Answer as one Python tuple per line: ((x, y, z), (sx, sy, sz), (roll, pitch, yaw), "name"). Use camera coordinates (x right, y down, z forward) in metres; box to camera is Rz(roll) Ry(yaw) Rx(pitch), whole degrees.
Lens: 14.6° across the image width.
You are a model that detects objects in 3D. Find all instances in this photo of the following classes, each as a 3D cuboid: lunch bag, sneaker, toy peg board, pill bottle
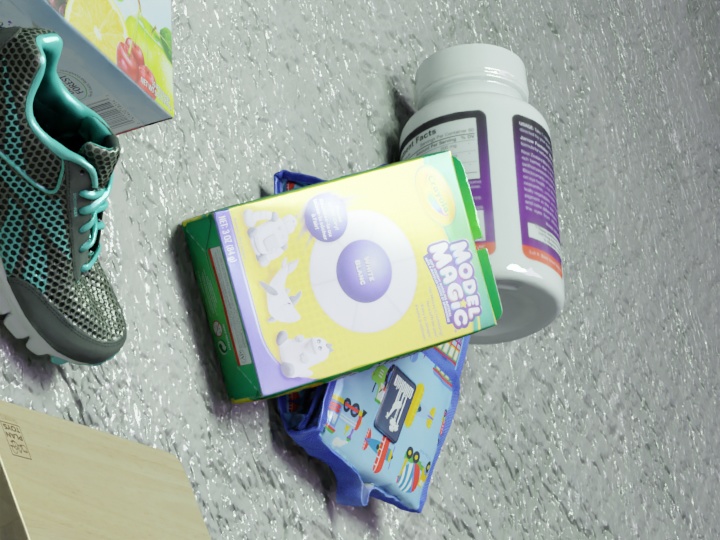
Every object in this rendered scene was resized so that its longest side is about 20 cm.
((0.002, 0.054, 1.802), (0.151, 0.094, 0.200), (41, 52, -55), "lunch bag")
((-0.157, -0.038, 1.430), (0.200, 0.091, 0.078), (64, 25, -27), "sneaker")
((-0.139, 0.183, 1.360), (0.200, 0.098, 0.199), (27, 35, -62), "toy peg board")
((0.085, -0.058, 2.020), (0.111, 0.111, 0.200), (44, 37, -53), "pill bottle")

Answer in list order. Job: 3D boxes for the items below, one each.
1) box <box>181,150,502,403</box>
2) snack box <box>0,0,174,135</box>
((0.000, 0.000, 1.708), (0.200, 0.048, 0.118), (-17, 92, -33), "box")
((-0.172, -0.181, 1.542), (0.200, 0.053, 0.142), (43, 36, -54), "snack box")
